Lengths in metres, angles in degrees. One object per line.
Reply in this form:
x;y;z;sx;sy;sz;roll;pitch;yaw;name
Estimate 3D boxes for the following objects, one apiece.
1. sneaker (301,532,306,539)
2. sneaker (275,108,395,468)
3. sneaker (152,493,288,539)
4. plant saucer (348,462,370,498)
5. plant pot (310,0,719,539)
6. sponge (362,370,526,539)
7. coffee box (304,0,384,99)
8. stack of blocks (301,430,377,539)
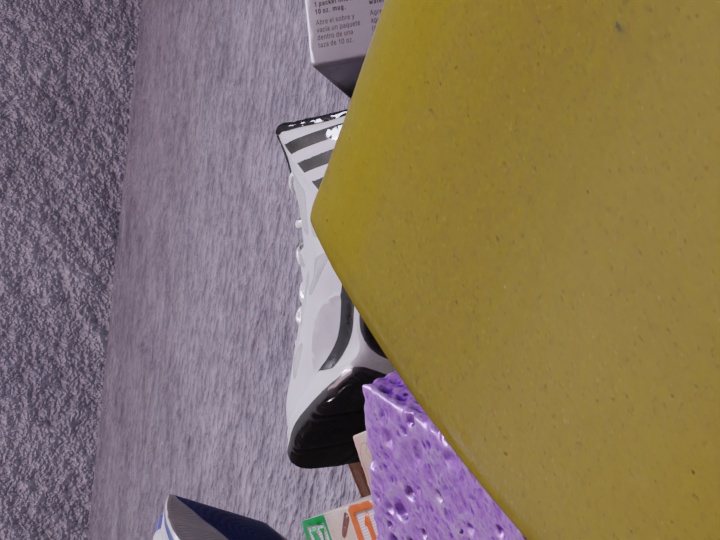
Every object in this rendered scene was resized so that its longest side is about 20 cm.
-0.049;0.203;0.999;0.200;0.082;0.071;-22;-38;-59;sneaker
0.000;0.000;0.816;0.201;0.075;0.116;112;144;-52;sneaker
-0.068;0.197;0.844;0.116;0.080;0.200;-61;28;14;sneaker
0.031;0.073;0.904;0.200;0.036;0.202;39;136;53;plant saucer
0.122;-0.013;0.443;0.201;0.198;0.177;112;151;-42;plant pot
0.045;0.146;0.704;0.111;0.030;0.202;30;131;54;sponge
0.019;-0.177;0.782;0.113;0.079;0.202;24;-121;-74;coffee box
0.044;0.115;0.787;0.200;0.058;0.116;-31;77;63;stack of blocks
